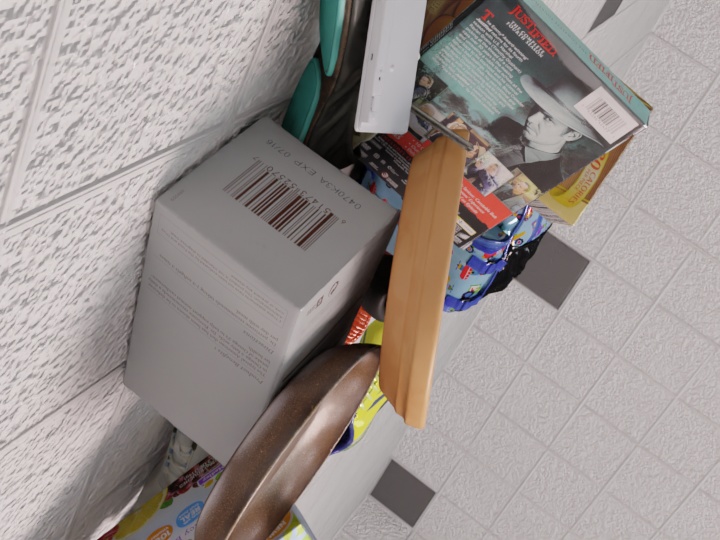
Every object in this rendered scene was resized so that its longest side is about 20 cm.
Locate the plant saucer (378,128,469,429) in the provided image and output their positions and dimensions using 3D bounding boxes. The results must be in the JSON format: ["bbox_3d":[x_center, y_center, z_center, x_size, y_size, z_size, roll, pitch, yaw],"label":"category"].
[{"bbox_3d":[0.042,0.003,0.727,0.200,0.037,0.204,9,90,-86],"label":"plant saucer"}]

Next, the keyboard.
[{"bbox_3d":[0.027,-0.180,0.617,0.056,0.011,0.203,-12,113,-62],"label":"keyboard"}]

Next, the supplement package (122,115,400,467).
[{"bbox_3d":[-0.073,0.023,0.727,0.117,0.116,0.201,-45,166,-41],"label":"supplement package"}]

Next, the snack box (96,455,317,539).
[{"bbox_3d":[-0.138,0.244,0.869,0.199,0.068,0.169,-37,-153,-7],"label":"snack box"}]

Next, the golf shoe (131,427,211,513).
[{"bbox_3d":[-0.155,0.164,0.970,0.201,0.078,0.097,-56,150,-13],"label":"golf shoe"}]

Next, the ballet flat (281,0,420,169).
[{"bbox_3d":[-0.004,-0.133,0.683,0.201,0.067,0.069,116,-31,-57],"label":"ballet flat"}]

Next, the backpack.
[{"bbox_3d":[0.098,-0.088,0.959,0.134,0.183,0.201,-36,166,-39],"label":"backpack"}]

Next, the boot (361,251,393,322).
[{"bbox_3d":[0.000,0.000,0.907,0.073,0.143,0.200,-55,170,1],"label":"boot"}]

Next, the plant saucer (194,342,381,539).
[{"bbox_3d":[-0.052,0.126,0.730,0.201,0.032,0.201,-52,168,-16],"label":"plant saucer"}]

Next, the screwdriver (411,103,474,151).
[{"bbox_3d":[0.035,-0.109,0.719,0.029,0.200,0.028,20,104,-33],"label":"screwdriver"}]

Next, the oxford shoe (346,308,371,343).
[{"bbox_3d":[-0.047,0.067,1.162,0.201,0.071,0.072,-58,-162,-4],"label":"oxford shoe"}]

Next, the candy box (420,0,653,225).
[{"bbox_3d":[0.118,-0.141,0.847,0.116,0.199,0.055,-54,-168,-2],"label":"candy box"}]

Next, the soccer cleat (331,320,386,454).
[{"bbox_3d":[0.000,0.141,1.250,0.084,0.064,0.202,-39,160,-53],"label":"soccer cleat"}]

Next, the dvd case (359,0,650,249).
[{"bbox_3d":[0.090,-0.108,0.789,0.199,0.146,0.022,-35,-158,45],"label":"dvd case"}]
